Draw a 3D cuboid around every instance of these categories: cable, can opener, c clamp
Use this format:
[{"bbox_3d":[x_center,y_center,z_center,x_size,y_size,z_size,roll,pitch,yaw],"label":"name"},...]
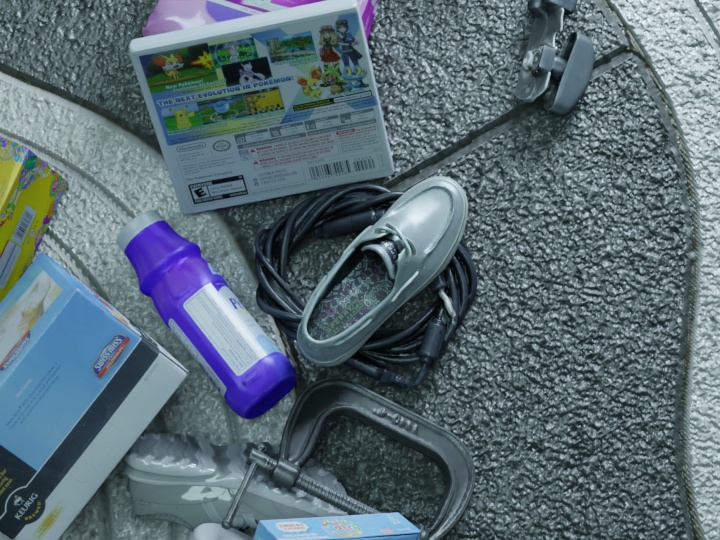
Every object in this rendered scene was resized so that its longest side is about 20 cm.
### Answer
[{"bbox_3d":[0.000,0.000,1.523,0.199,0.051,0.164,26,83,12],"label":"cable"},{"bbox_3d":[0.188,-0.240,1.557,0.066,0.053,0.202,21,80,-22],"label":"can opener"},{"bbox_3d":[-0.003,0.179,1.463,0.198,0.027,0.172,22,56,-6],"label":"c clamp"}]

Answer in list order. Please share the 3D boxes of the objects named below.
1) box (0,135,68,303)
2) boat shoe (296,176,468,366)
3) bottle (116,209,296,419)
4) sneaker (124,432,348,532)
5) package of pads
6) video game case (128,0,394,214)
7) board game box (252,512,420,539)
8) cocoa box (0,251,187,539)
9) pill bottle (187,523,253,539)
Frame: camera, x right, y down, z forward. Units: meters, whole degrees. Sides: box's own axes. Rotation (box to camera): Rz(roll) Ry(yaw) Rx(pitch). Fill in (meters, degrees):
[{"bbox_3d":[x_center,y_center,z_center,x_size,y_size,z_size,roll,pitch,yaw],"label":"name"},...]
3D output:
[{"bbox_3d":[-0.400,-0.038,1.543,0.191,0.122,0.202,22,82,11],"label":"box"},{"bbox_3d":[0.022,-0.003,1.466,0.070,0.072,0.201,39,80,10],"label":"boat shoe"},{"bbox_3d":[-0.138,0.036,1.516,0.065,0.084,0.200,-39,76,-1],"label":"bottle"},{"bbox_3d":[-0.108,0.196,1.501,0.198,0.075,0.083,11,115,4],"label":"sneaker"},{"bbox_3d":[-0.087,-0.233,1.566,0.198,0.076,0.122,18,83,10],"label":"package of pads"},{"bbox_3d":[-0.082,-0.140,1.508,0.198,0.183,0.022,-10,40,5],"label":"video game case"},{"bbox_3d":[-0.045,0.292,1.390,0.037,0.150,0.202,37,113,43],"label":"board game box"},{"bbox_3d":[-0.271,0.111,1.467,0.131,0.133,0.201,40,86,-27],"label":"cocoa box"},{"bbox_3d":[-0.138,0.321,1.438,0.110,0.111,0.201,33,97,12],"label":"pill bottle"}]
